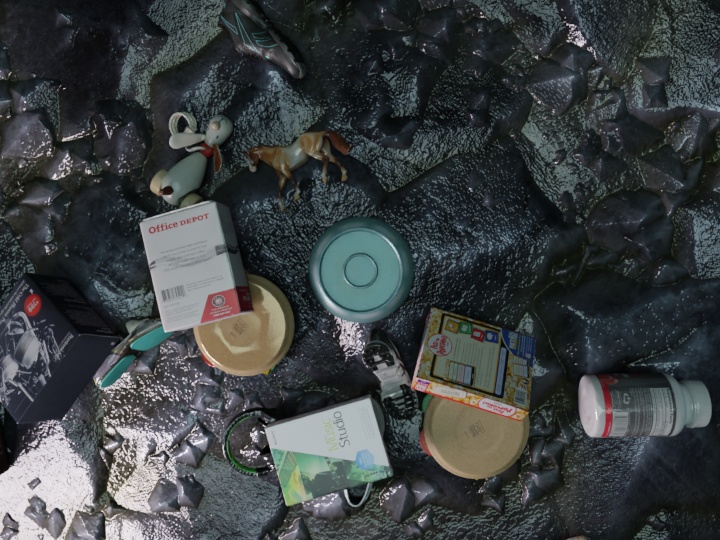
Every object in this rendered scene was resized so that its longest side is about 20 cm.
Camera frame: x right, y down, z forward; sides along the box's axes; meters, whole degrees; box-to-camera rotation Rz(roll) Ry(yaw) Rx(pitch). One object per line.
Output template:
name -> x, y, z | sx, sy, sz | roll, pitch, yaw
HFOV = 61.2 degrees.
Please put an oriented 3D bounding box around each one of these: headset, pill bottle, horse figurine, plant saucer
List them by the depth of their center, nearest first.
pill bottle -> 0.499, 0.237, 1.076 | 0.199, 0.111, 0.111 | -2, 94, 4
horse figurine -> -0.105, -0.199, 1.107 | 0.199, 0.050, 0.133 | -26, 75, 13
headset -> -0.154, 0.316, 1.131 | 0.199, 0.094, 0.124 | -7, 94, -12
plant saucer -> 0.000, 0.000, 1.133 | 0.199, 0.027, 0.201 | 0, 93, 4

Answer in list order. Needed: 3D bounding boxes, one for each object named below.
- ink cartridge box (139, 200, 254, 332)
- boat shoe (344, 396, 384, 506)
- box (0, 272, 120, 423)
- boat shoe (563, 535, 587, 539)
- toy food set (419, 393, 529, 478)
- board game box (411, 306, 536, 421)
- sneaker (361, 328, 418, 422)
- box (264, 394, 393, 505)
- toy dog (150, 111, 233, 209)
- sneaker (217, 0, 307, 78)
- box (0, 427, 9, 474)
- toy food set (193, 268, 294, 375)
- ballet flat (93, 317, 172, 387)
ink cartridge box -> -0.287, -0.006, 1.079 | 0.146, 0.083, 0.201 | -14, 86, 7
boat shoe -> 0.005, 0.340, 1.134 | 0.070, 0.072, 0.202 | 6, 95, 3
box -> -0.578, 0.140, 1.113 | 0.182, 0.104, 0.200 | 38, 96, 20
boat shoe -> 0.429, 0.592, 1.129 | 0.065, 0.072, 0.201 | -22, 87, 6
toy food set -> 0.208, 0.284, 1.120 | 0.200, 0.049, 0.198 | 44, 93, -2
board game box -> 0.203, 0.162, 1.079 | 0.199, 0.046, 0.152 | 17, 53, 2
sneaker -> 0.059, 0.187, 1.122 | 0.066, 0.091, 0.201 | -18, 118, 13
box -> -0.056, 0.319, 1.084 | 0.199, 0.036, 0.145 | -17, 87, 4
toy dog -> -0.311, -0.194, 1.102 | 0.131, 0.096, 0.201 | 14, 95, 2
sneaker -> -0.176, -0.412, 1.100 | 0.079, 0.075, 0.200 | -44, 84, 19
box -> -0.797, 0.318, 1.135 | 0.165, 0.164, 0.201 | -9, 94, 3
toy food set -> -0.222, 0.102, 1.143 | 0.199, 0.049, 0.199 | 24, 96, 1
ballet flat -> -0.436, 0.136, 1.152 | 0.200, 0.072, 0.072 | -40, 91, 4
